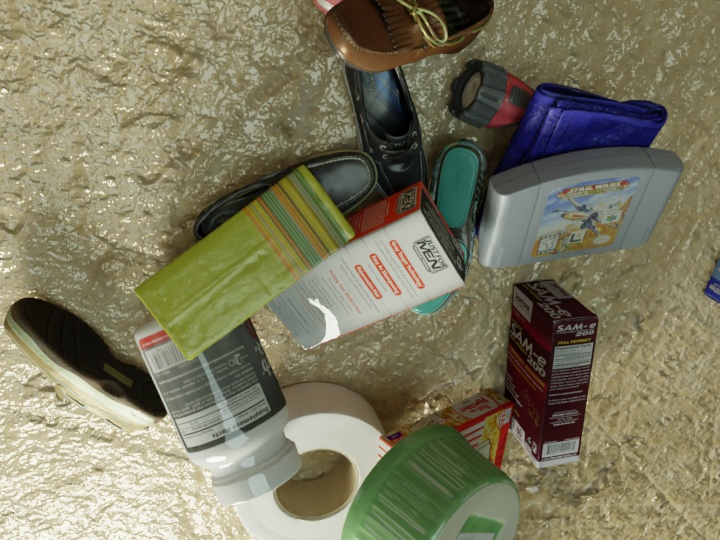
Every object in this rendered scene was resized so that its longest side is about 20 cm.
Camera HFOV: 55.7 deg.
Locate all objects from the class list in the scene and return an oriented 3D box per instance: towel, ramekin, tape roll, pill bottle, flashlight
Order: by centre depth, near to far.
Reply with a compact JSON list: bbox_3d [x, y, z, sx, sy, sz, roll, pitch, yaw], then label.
[{"bbox_3d":[-0.107,-0.009,0.646,0.199,0.018,0.086,-37,95,-8],"label":"towel"},{"bbox_3d":[-0.143,0.129,0.707,0.115,0.116,0.201,-23,93,-4],"label":"pill bottle"},{"bbox_3d":[0.217,-0.097,0.727,0.146,0.050,0.201,6,139,-12],"label":"towel"},{"bbox_3d":[0.194,-0.163,0.737,0.199,0.068,0.068,16,132,-25],"label":"flashlight"},{"bbox_3d":[0.083,0.280,0.738,0.199,0.097,0.202,-21,123,-36],"label":"ramekin"},{"bbox_3d":[-0.059,0.241,0.834,0.200,0.071,0.204,-6,114,-13],"label":"tape roll"}]

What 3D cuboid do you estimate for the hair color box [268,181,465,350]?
[{"bbox_3d":[0.000,0.000,0.715,0.199,0.061,0.102,-23,119,22],"label":"hair color box"}]

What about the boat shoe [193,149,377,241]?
[{"bbox_3d":[-0.075,-0.065,0.691,0.199,0.065,0.074,-23,103,3],"label":"boat shoe"}]

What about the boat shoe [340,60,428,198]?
[{"bbox_3d":[0.032,-0.149,0.696,0.069,0.066,0.201,-18,115,-6],"label":"boat shoe"}]

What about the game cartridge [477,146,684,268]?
[{"bbox_3d":[0.226,-0.066,0.708,0.198,0.042,0.134,-9,147,-5],"label":"game cartridge"}]

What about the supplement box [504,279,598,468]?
[{"bbox_3d":[0.229,0.126,0.839,0.060,0.109,0.202,-5,113,-12],"label":"supplement box"}]

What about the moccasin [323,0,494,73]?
[{"bbox_3d":[0.050,-0.224,0.613,0.200,0.078,0.074,-16,83,-40],"label":"moccasin"}]

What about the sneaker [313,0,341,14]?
[{"bbox_3d":[0.050,-0.290,0.622,0.199,0.087,0.074,-25,101,-3],"label":"sneaker"}]

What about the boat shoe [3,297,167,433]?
[{"bbox_3d":[-0.302,0.114,0.725,0.076,0.072,0.200,-33,116,19],"label":"boat shoe"}]

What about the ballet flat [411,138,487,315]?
[{"bbox_3d":[0.097,-0.047,0.754,0.074,0.074,0.201,9,114,-18],"label":"ballet flat"}]

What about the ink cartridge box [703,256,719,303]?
[{"bbox_3d":[0.544,-0.008,0.881,0.135,0.076,0.202,10,108,-17],"label":"ink cartridge box"}]

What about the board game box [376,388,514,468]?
[{"bbox_3d":[0.101,0.248,0.846,0.199,0.046,0.153,-13,118,-39],"label":"board game box"}]
